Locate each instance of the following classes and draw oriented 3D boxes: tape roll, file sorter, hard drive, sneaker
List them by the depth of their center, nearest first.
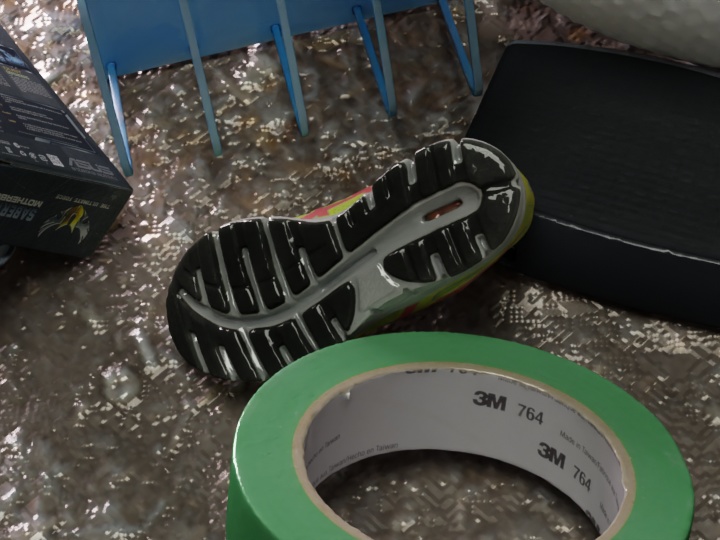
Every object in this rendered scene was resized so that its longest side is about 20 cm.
[{"bbox_3d":[0.042,0.101,0.951,0.198,0.049,0.201,4,32,-3],"label":"tape roll"},{"bbox_3d":[0.000,0.000,1.058,0.199,0.090,0.079,-20,84,21],"label":"sneaker"},{"bbox_3d":[0.144,-0.047,1.095,0.198,0.042,0.136,16,58,17],"label":"hard drive"},{"bbox_3d":[-0.045,-0.145,1.116,0.198,0.140,0.123,-13,43,-3],"label":"file sorter"}]

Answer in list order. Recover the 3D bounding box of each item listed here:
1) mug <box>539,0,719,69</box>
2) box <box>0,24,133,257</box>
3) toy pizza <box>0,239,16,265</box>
[{"bbox_3d":[0.160,-0.201,1.091,0.174,0.201,0.148,14,48,4],"label":"mug"},{"bbox_3d":[-0.227,-0.083,1.081,0.051,0.199,0.158,-52,57,19],"label":"box"},{"bbox_3d":[-0.260,-0.054,1.087,0.200,0.199,0.032,46,111,31],"label":"toy pizza"}]
